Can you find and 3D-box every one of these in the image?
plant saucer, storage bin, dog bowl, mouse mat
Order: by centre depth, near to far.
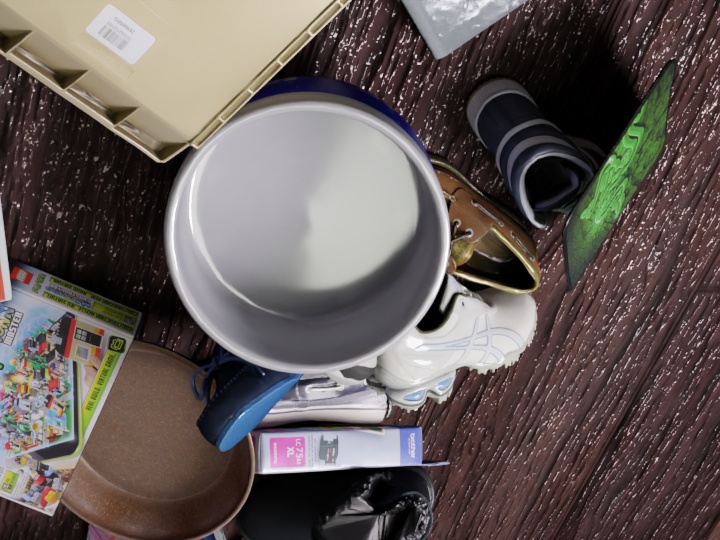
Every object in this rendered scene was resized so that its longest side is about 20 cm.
[{"bbox_3d":[-0.129,-0.198,0.822,0.198,0.094,0.200,-41,135,14],"label":"storage bin"},{"bbox_3d":[-0.038,-0.033,0.939,0.198,0.079,0.202,-1,111,-2],"label":"dog bowl"},{"bbox_3d":[0.208,-0.070,1.065,0.162,0.007,0.200,-56,162,-7],"label":"mouse mat"},{"bbox_3d":[-0.179,0.136,1.089,0.198,0.037,0.202,5,117,10],"label":"plant saucer"}]

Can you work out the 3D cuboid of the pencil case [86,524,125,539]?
[{"bbox_3d":[-0.183,0.289,1.160,0.087,0.200,0.088,-14,130,-17],"label":"pencil case"}]

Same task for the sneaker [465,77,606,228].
[{"bbox_3d":[0.168,-0.069,1.074,0.070,0.109,0.199,-43,134,16],"label":"sneaker"}]

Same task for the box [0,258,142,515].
[{"bbox_3d":[-0.258,0.096,1.037,0.109,0.035,0.201,23,120,-10],"label":"box"}]

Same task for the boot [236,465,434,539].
[{"bbox_3d":[-0.029,0.218,1.179,0.198,0.077,0.168,-8,178,7],"label":"boot"}]

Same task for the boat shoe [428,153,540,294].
[{"bbox_3d":[0.078,-0.037,1.087,0.199,0.068,0.072,19,123,-35],"label":"boat shoe"}]

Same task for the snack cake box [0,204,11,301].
[{"bbox_3d":[-0.345,-0.024,0.891,0.198,0.067,0.116,-10,131,-18],"label":"snack cake box"}]

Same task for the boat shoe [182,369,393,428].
[{"bbox_3d":[-0.057,0.079,1.137,0.198,0.075,0.094,1,113,-27],"label":"boat shoe"}]

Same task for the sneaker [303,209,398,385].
[{"bbox_3d":[0.000,0.000,1.023,0.087,0.076,0.202,-2,115,16],"label":"sneaker"}]

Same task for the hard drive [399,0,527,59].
[{"bbox_3d":[0.067,-0.257,0.908,0.139,0.033,0.200,-33,136,5],"label":"hard drive"}]

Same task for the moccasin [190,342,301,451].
[{"bbox_3d":[-0.090,0.080,1.011,0.068,0.200,0.081,43,105,2],"label":"moccasin"}]

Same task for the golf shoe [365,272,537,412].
[{"bbox_3d":[0.088,0.041,1.131,0.199,0.078,0.098,-29,131,-42],"label":"golf shoe"}]

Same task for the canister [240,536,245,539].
[{"bbox_3d":[-0.032,0.344,1.285,0.147,0.201,0.087,10,125,-32],"label":"canister"}]

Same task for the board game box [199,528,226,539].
[{"bbox_3d":[-0.159,0.340,1.218,0.125,0.201,0.035,-26,148,-1],"label":"board game box"}]

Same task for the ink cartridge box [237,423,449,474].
[{"bbox_3d":[-0.032,0.158,1.178,0.198,0.119,0.042,5,82,-33],"label":"ink cartridge box"}]
